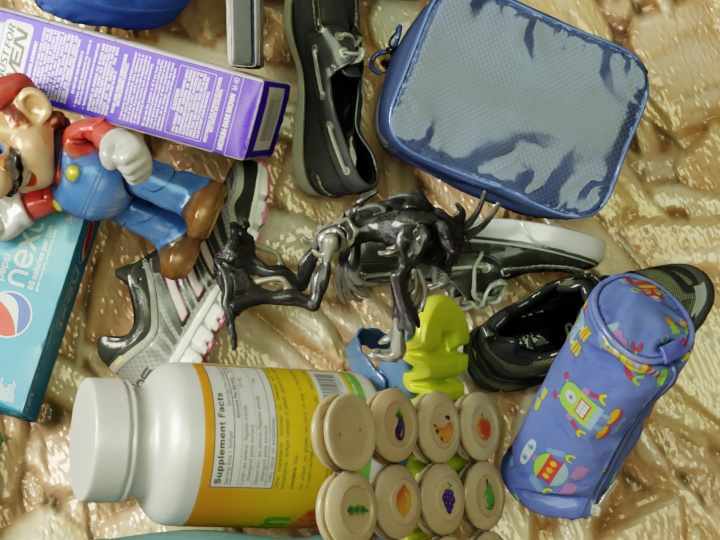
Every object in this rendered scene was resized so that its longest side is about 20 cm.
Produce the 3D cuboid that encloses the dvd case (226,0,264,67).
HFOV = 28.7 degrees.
[{"bbox_3d":[-0.082,-0.245,1.002,0.025,0.150,0.201,0,98,-2],"label":"dvd case"}]

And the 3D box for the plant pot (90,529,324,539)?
[{"bbox_3d":[-0.098,0.262,0.937,0.188,0.200,0.201,-8,79,-23],"label":"plant pot"}]

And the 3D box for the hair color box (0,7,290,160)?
[{"bbox_3d":[-0.161,-0.134,1.028,0.200,0.109,0.065,17,97,5],"label":"hair color box"}]

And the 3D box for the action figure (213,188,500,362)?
[{"bbox_3d":[0.000,0.000,0.982,0.199,0.119,0.102,-11,116,-7],"label":"action figure"}]

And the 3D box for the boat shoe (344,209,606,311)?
[{"bbox_3d":[0.083,-0.004,1.059,0.199,0.074,0.068,5,85,-2],"label":"boat shoe"}]

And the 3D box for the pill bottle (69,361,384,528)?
[{"bbox_3d":[-0.093,0.120,0.967,0.200,0.111,0.111,5,77,-22],"label":"pill bottle"}]

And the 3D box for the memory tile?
[{"bbox_3d":[0.040,0.157,0.953,0.200,0.017,0.154,5,79,-50],"label":"memory tile"}]

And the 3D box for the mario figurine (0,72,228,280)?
[{"bbox_3d":[-0.199,-0.053,0.949,0.200,0.106,0.124,25,102,-8],"label":"mario figurine"}]

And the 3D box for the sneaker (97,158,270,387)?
[{"bbox_3d":[-0.132,0.000,1.036,0.087,0.074,0.200,24,82,-6],"label":"sneaker"}]

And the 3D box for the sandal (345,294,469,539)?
[{"bbox_3d":[0.031,0.117,1.036,0.087,0.079,0.201,2,87,36],"label":"sandal"}]

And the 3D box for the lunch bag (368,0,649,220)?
[{"bbox_3d":[0.101,-0.123,1.056,0.200,0.132,0.136,24,90,-3],"label":"lunch bag"}]

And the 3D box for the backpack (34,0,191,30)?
[{"bbox_3d":[-0.180,-0.287,1.024,0.162,0.168,0.201,1,78,-28],"label":"backpack"}]

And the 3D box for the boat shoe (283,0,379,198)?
[{"bbox_3d":[-0.012,-0.153,1.052,0.073,0.063,0.201,-11,105,-48],"label":"boat shoe"}]

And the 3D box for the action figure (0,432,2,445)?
[{"bbox_3d":[-0.323,0.184,0.984,0.118,0.055,0.200,49,65,-13],"label":"action figure"}]

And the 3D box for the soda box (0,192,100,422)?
[{"bbox_3d":[-0.241,0.005,1.029,0.064,0.068,0.200,16,78,-1],"label":"soda box"}]

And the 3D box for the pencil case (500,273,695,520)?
[{"bbox_3d":[0.165,0.097,0.985,0.078,0.200,0.087,-21,56,-36],"label":"pencil case"}]

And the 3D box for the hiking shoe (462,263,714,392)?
[{"bbox_3d":[0.178,0.039,1.042,0.200,0.101,0.076,-18,76,-9],"label":"hiking shoe"}]
